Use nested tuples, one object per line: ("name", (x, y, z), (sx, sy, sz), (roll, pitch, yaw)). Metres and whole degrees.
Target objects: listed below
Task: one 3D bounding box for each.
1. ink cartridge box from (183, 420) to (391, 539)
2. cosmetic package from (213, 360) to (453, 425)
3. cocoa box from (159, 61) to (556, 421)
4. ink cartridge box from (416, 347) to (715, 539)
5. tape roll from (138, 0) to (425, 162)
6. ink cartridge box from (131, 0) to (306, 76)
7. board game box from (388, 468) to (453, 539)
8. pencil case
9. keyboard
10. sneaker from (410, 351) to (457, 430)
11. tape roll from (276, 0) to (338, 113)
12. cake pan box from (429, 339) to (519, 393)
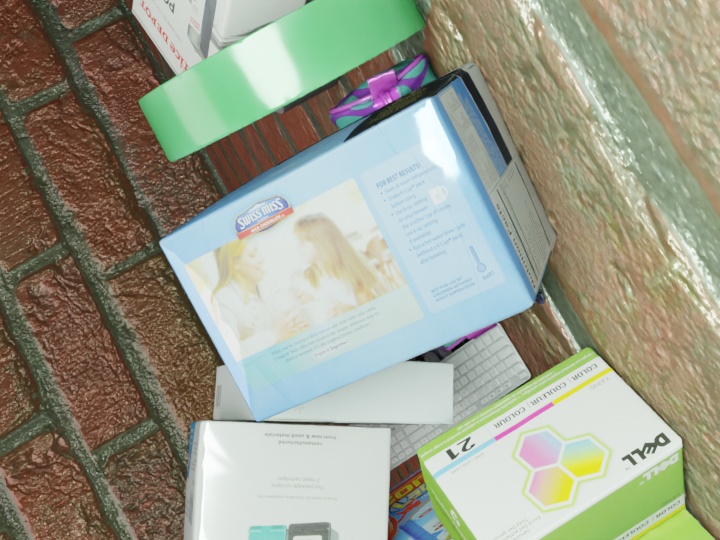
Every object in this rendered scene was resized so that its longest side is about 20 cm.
("ink cartridge box", (-0.063, 0.221, 0.786), (0.147, 0.143, 0.204), (147, 126, -75))
("cosmetic package", (-0.029, 0.100, 0.828), (0.200, 0.148, 0.053), (157, 119, -70))
("cocoa box", (0.003, -0.019, 0.637), (0.135, 0.198, 0.131), (61, -157, -9))
("ink cartridge box", (0.149, 0.165, 0.642), (0.200, 0.146, 0.076), (50, 165, 47))
("tape roll", (-0.053, -0.141, 0.696), (0.049, 0.199, 0.200), (61, 171, -12))
("ink cartridge box", (-0.114, -0.252, 0.839), (0.146, 0.084, 0.201), (54, 147, 23))
("board game box", (0.102, 0.193, 0.818), (0.056, 0.198, 0.196), (58, 171, -8))
("pencil case", (0.054, -0.049, 0.739), (0.202, 0.084, 0.092), (63, -173, -9))
("keyboard", (0.063, 0.124, 0.929), (0.057, 0.199, 0.011), (56, -157, 8))
("sneaker", (0.020, 0.113, 1.000), (0.201, 0.114, 0.076), (53, 168, 40))
("tape roll", (-0.096, -0.261, 1.012), (0.202, 0.065, 0.201), (60, 172, 15))
("cake pan box", (0.073, 0.040, 1.010), (0.186, 0.052, 0.200), (61, 171, -9))
